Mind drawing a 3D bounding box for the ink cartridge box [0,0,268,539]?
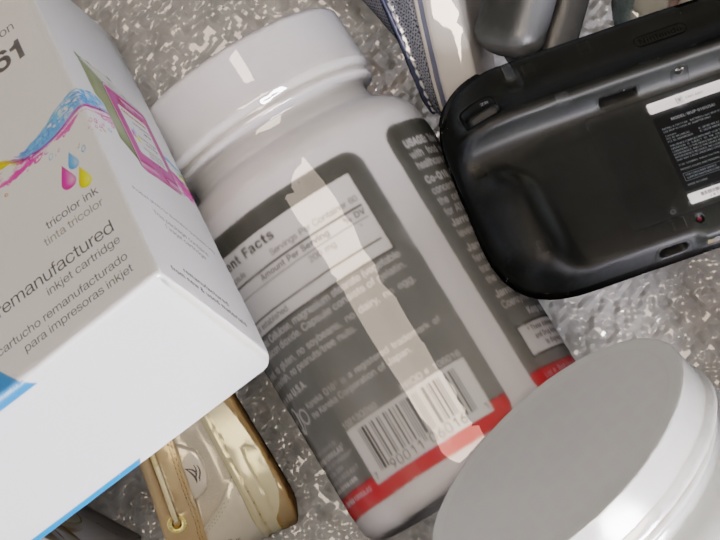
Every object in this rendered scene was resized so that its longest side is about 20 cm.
[{"bbox_3d":[-0.143,-0.008,1.114,0.144,0.085,0.200,-37,49,11],"label":"ink cartridge box"}]

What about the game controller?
[{"bbox_3d":[0.135,-0.059,1.148,0.199,0.042,0.105,-19,74,-6],"label":"game controller"}]

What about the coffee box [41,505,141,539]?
[{"bbox_3d":[-0.206,0.101,1.185,0.200,0.114,0.080,28,92,9],"label":"coffee box"}]

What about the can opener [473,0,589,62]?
[{"bbox_3d":[0.085,-0.183,1.194,0.066,0.053,0.201,7,81,35],"label":"can opener"}]

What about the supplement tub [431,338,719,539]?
[{"bbox_3d":[0.136,0.137,1.077,0.144,0.144,0.200,-44,109,1],"label":"supplement tub"}]

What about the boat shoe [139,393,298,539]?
[{"bbox_3d":[-0.103,0.037,1.200,0.069,0.074,0.200,-32,83,-4],"label":"boat shoe"}]

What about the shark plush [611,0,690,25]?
[{"bbox_3d":[0.137,-0.204,1.204,0.083,0.091,0.201,-9,88,35],"label":"shark plush"}]

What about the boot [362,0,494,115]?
[{"bbox_3d":[-0.006,-0.146,1.215,0.090,0.073,0.201,-18,75,11],"label":"boot"}]

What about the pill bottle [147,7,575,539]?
[{"bbox_3d":[0.000,0.000,1.172,0.114,0.114,0.200,-32,82,2],"label":"pill bottle"}]
